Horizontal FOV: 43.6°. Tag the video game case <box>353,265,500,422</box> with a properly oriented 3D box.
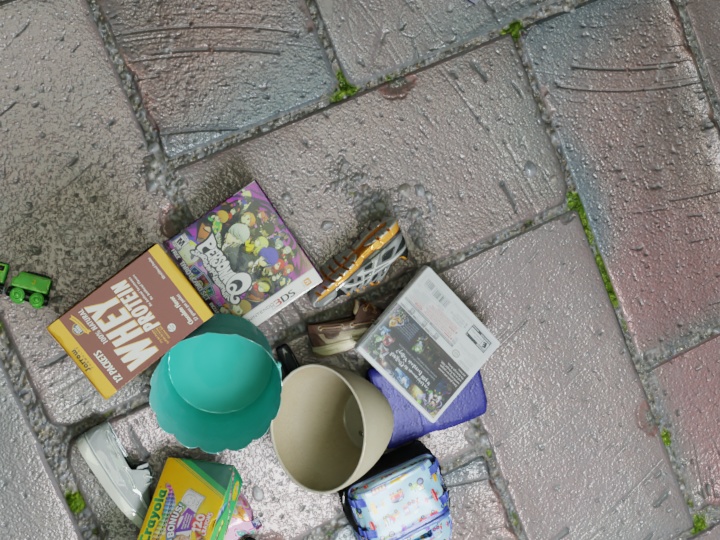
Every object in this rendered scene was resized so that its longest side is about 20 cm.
[{"bbox_3d":[0.114,0.124,1.505,0.182,0.023,0.200,-48,111,-9],"label":"video game case"}]

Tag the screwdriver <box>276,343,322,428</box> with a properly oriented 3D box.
[{"bbox_3d":[-0.091,0.215,1.519,0.028,0.029,0.201,-27,97,-11],"label":"screwdriver"}]

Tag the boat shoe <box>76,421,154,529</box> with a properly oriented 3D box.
[{"bbox_3d":[-0.367,0.329,1.434,0.071,0.070,0.201,-36,98,-8],"label":"boat shoe"}]

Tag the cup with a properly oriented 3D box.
[{"bbox_3d":[-0.027,0.247,1.458,0.143,0.199,0.202,1,92,-51],"label":"cup"}]

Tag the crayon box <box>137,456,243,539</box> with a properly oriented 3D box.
[{"bbox_3d":[-0.270,0.397,1.395,0.118,0.058,0.201,4,53,15],"label":"crayon box"}]

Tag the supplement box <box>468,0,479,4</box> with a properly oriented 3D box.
[{"bbox_3d":[0.215,-0.577,1.532,0.101,0.103,0.201,28,84,-12],"label":"supplement box"}]

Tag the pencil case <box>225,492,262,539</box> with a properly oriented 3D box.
[{"bbox_3d":[-0.261,0.435,1.457,0.199,0.087,0.088,-29,98,-12],"label":"pencil case"}]

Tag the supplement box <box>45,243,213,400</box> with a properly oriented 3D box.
[{"bbox_3d":[-0.345,0.069,1.365,0.197,0.200,0.133,-39,100,-9],"label":"supplement box"}]

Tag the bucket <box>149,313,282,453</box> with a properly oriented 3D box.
[{"bbox_3d":[-0.222,0.171,1.413,0.205,0.135,0.209,-1,104,-5],"label":"bucket"}]

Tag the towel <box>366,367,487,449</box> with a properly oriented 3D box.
[{"bbox_3d":[0.114,0.209,1.562,0.199,0.050,0.149,-16,102,-13],"label":"towel"}]

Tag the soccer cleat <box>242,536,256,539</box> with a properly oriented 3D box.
[{"bbox_3d":[-0.133,0.501,1.490,0.081,0.067,0.201,-38,119,-22],"label":"soccer cleat"}]

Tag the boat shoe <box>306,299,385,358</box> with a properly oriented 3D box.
[{"bbox_3d":[0.005,0.083,1.519,0.199,0.072,0.073,-18,97,-6],"label":"boat shoe"}]

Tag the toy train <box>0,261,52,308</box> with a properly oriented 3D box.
[{"bbox_3d":[-0.575,0.010,1.392,0.199,0.042,0.057,17,78,-13],"label":"toy train"}]

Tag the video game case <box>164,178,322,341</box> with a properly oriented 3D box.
[{"bbox_3d":[-0.189,-0.015,1.468,0.181,0.036,0.201,-33,99,2],"label":"video game case"}]

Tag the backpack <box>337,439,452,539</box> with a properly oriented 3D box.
[{"bbox_3d":[0.070,0.414,1.511,0.181,0.134,0.201,-19,99,-11],"label":"backpack"}]

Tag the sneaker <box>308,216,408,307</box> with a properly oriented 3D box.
[{"bbox_3d":[0.000,0.000,1.514,0.200,0.078,0.077,-39,120,-3],"label":"sneaker"}]
